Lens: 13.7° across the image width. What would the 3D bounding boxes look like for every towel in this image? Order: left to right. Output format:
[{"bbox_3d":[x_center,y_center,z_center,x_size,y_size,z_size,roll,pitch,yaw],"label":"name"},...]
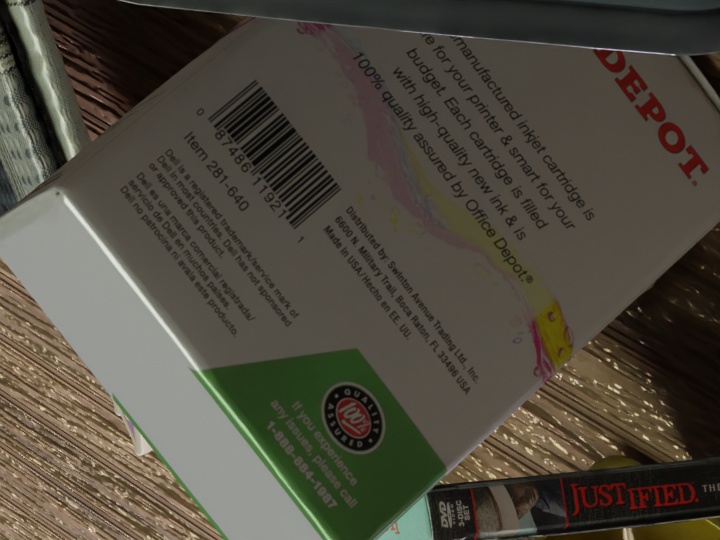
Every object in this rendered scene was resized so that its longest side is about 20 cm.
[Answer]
[{"bbox_3d":[-0.156,-0.104,1.188,0.201,0.034,0.192,68,165,-11],"label":"towel"}]

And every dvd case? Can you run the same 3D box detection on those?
[{"bbox_3d":[0.074,0.080,1.043,0.146,0.199,0.022,-14,82,62],"label":"dvd case"}]

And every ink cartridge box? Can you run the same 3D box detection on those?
[{"bbox_3d":[0.007,-0.022,0.958,0.145,0.200,0.084,52,157,-8],"label":"ink cartridge box"}]

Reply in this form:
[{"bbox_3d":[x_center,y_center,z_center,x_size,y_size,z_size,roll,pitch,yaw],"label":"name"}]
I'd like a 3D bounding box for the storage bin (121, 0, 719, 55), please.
[{"bbox_3d":[0.023,-0.159,0.795,0.199,0.146,0.135,7,134,5],"label":"storage bin"}]

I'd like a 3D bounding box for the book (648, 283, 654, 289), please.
[{"bbox_3d":[0.000,0.000,1.103,0.134,0.048,0.200,46,128,-6],"label":"book"}]

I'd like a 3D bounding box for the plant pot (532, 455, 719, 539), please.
[{"bbox_3d":[0.124,0.232,1.183,0.200,0.200,0.177,33,161,25],"label":"plant pot"}]

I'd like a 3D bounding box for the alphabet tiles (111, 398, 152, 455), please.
[{"bbox_3d":[-0.129,-0.023,1.280,0.196,0.015,0.200,94,151,-66],"label":"alphabet tiles"}]
